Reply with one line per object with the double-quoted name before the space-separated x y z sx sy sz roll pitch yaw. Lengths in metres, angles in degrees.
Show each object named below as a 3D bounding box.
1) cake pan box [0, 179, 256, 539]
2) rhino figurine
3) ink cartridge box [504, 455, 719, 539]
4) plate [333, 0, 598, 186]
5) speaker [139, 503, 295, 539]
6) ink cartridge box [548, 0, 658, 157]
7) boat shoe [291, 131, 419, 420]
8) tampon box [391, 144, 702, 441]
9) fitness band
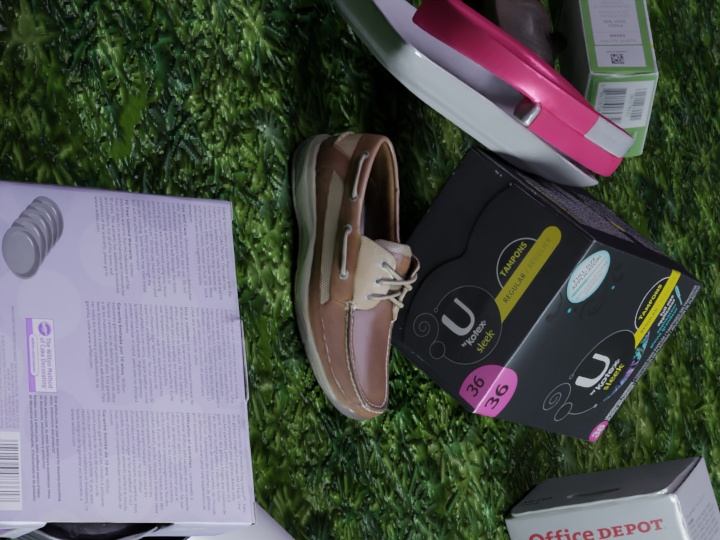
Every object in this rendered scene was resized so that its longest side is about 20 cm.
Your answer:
"cake pan box" -0.150 0.054 1.439 0.183 0.052 0.201 2 76 -32
"rhino figurine" 0.125 -0.191 2.096 0.087 0.059 0.201 21 61 -61
"ink cartridge box" 0.214 0.254 2.004 0.083 0.144 0.201 -37 112 -60
"plate" 0.059 -0.141 1.856 0.199 0.032 0.200 32 13 -34
"speaker" -0.070 0.188 1.580 0.200 0.081 0.082 48 41 -43
"ink cartridge box" 0.196 -0.202 2.140 0.104 0.059 0.201 96 -9 -53
"boat shoe" 0.000 0.000 1.783 0.076 0.071 0.201 8 73 -60
"tampon box" 0.126 0.020 1.885 0.150 0.126 0.200 -56 151 11
"fitness band" 0.116 -0.131 1.842 0.200 0.037 0.144 30 12 -48
